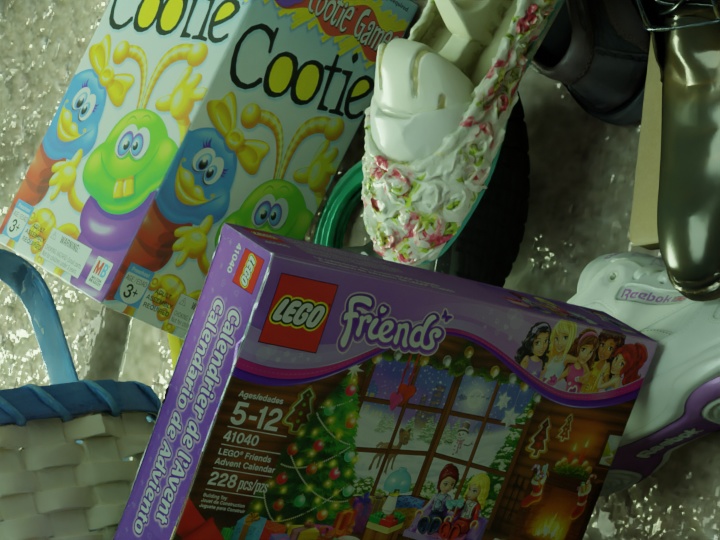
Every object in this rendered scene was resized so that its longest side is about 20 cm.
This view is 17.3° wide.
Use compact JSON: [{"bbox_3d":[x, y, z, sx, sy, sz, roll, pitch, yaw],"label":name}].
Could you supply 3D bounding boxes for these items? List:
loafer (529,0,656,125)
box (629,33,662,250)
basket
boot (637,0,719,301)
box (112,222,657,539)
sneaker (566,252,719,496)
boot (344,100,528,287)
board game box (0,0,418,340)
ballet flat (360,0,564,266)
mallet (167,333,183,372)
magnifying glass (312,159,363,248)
[{"bbox_3d":[0.071,-0.146,1.090,0.072,0.063,0.200,-54,49,22],"label":"loafer"},{"bbox_3d":[0.201,-0.094,0.964,0.199,0.021,0.165,-5,70,45],"label":"box"},{"bbox_3d":[-0.164,0.078,0.918,0.139,0.176,0.201,-35,67,36],"label":"basket"},{"bbox_3d":[0.130,-0.094,0.945,0.074,0.097,0.201,-6,67,44],"label":"boot"},{"bbox_3d":[0.012,0.068,0.906,0.039,0.199,0.138,31,104,50],"label":"box"},{"bbox_3d":[0.133,0.024,0.981,0.199,0.075,0.100,-27,59,37],"label":"sneaker"},{"bbox_3d":[0.000,0.000,1.095,0.130,0.068,0.201,10,90,28],"label":"boot"},{"bbox_3d":[-0.077,-0.074,1.174,0.105,0.103,0.201,26,90,45],"label":"board game box"},{"bbox_3d":[0.041,-0.102,1.016,0.075,0.064,0.201,18,82,41],"label":"ballet flat"},{"bbox_3d":[-0.093,0.009,1.247,0.066,0.041,0.201,-28,58,38],"label":"mallet"},{"bbox_3d":[-0.015,0.035,1.170,0.080,0.022,0.201,39,110,43],"label":"magnifying glass"}]
